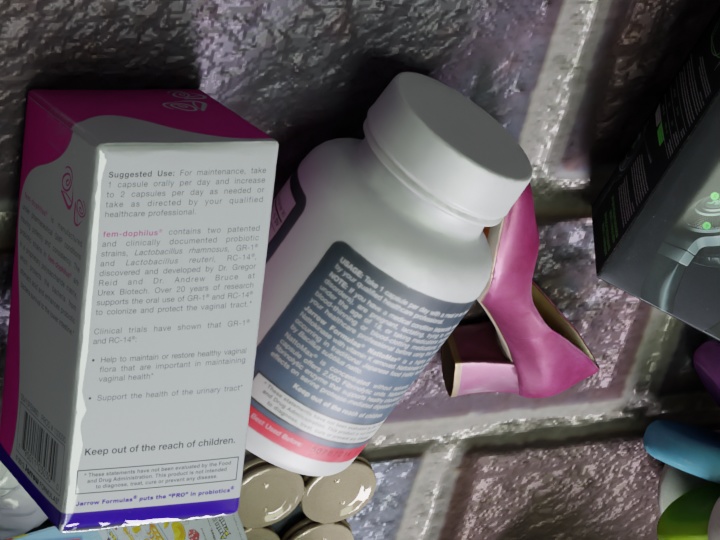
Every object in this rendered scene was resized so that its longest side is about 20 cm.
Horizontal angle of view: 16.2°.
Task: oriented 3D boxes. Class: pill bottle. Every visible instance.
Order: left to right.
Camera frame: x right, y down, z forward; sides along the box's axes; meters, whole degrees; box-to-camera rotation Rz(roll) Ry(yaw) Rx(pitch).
[{"bbox_3d":[0.000,0.000,1.351,0.119,0.120,0.200,19,118,-39],"label":"pill bottle"}]

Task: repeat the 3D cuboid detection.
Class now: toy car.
[{"bbox_3d":[0.264,0.103,1.583,0.199,0.175,0.151,-28,102,-3],"label":"toy car"}]

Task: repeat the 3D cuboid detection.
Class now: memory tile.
[{"bbox_3d":[-0.079,0.189,1.550,0.153,0.017,0.201,-2,129,-27],"label":"memory tile"}]

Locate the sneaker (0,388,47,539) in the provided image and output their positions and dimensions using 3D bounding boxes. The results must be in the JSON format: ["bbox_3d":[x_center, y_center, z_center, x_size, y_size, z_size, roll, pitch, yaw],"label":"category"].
[{"bbox_3d":[-0.266,0.109,1.347,0.199,0.078,0.100,-17,111,-7],"label":"sneaker"}]

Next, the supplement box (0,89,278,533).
[{"bbox_3d":[-0.115,0.017,1.276,0.103,0.101,0.201,-4,111,-27],"label":"supplement box"}]

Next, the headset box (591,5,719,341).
[{"bbox_3d":[0.246,-0.044,1.419,0.173,0.093,0.201,26,115,-10],"label":"headset box"}]

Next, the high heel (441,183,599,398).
[{"bbox_3d":[0.103,0.005,1.444,0.095,0.068,0.201,-7,137,-11],"label":"high heel"}]

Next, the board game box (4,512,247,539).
[{"bbox_3d":[-0.155,0.194,1.378,0.103,0.105,0.200,-26,170,37],"label":"board game box"}]
